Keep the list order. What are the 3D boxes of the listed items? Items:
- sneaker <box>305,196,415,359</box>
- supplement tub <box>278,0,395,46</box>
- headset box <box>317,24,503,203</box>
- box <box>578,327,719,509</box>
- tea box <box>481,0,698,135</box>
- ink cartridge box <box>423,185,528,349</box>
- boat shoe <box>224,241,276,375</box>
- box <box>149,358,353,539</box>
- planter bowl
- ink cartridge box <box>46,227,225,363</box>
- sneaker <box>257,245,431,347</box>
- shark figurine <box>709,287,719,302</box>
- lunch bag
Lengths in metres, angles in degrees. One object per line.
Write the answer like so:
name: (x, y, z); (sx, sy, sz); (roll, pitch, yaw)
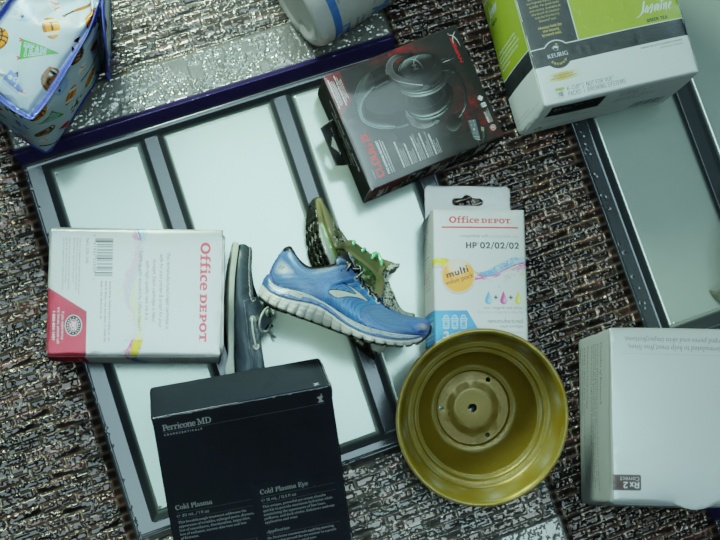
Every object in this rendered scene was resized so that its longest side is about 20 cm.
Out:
sneaker: (0.000, 0.000, 1.509); (0.088, 0.077, 0.202); (-26, 92, -20)
supplement tub: (-0.003, -0.374, 1.531); (0.199, 0.132, 0.133); (-33, 86, -10)
headset box: (0.050, -0.184, 1.534); (0.198, 0.077, 0.150); (-22, 84, -11)
box: (0.365, 0.174, 1.485); (0.196, 0.131, 0.203); (2, 81, -7)
tea box: (0.273, -0.293, 1.548); (0.197, 0.134, 0.200); (-13, 83, -9)
ink cartridge box: (0.136, -0.009, 1.519); (0.113, 0.068, 0.203); (0, 81, -7)
boat shoe: (-0.127, 0.068, 1.474); (0.061, 0.075, 0.203); (-1, 82, -5)
box: (-0.121, 0.213, 1.408); (0.197, 0.104, 0.185); (-9, 105, -8)
planter bowl: (0.135, 0.165, 1.476); (0.197, 0.083, 0.204); (0, 92, -4)
ink cartridge box: (-0.255, 0.031, 1.460); (0.197, 0.086, 0.150); (2, 80, -7)
sneaker: (-0.010, 0.028, 1.422); (0.198, 0.079, 0.090); (21, 87, -6)
shark figurine: (0.466, -0.001, 1.556); (0.127, 0.089, 0.218); (-14, 90, -42)
lunch bag: (-0.348, -0.253, 1.452); (0.123, 0.170, 0.201); (32, 78, -4)
